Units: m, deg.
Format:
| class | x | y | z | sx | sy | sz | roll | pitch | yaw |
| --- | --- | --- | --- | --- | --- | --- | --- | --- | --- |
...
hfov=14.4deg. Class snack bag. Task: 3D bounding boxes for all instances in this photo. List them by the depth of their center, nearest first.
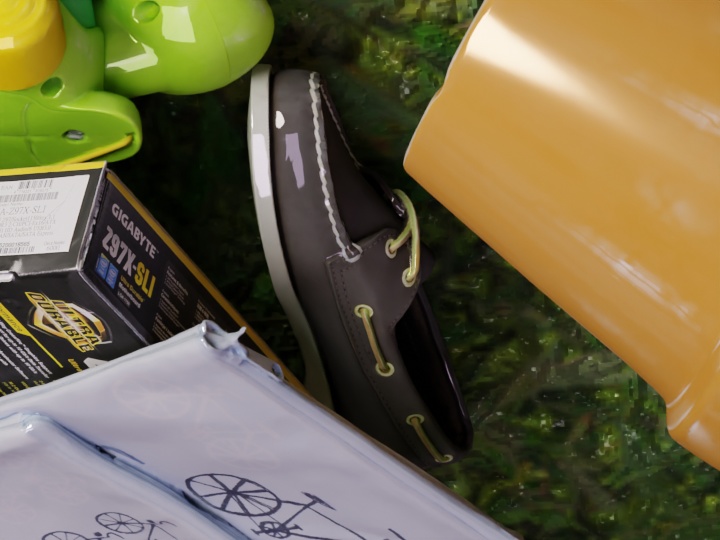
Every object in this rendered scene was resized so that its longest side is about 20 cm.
| class | x | y | z | sx | sy | sz | roll | pitch | yaw |
| --- | --- | --- | --- | --- | --- | --- | --- | --- | --- |
| snack bag | -0.062 | 0.092 | 1.071 | 0.200 | 0.021 | 0.189 | -20 | 138 | 37 |

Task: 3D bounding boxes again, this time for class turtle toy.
| class | x | y | z | sx | sy | sz | roll | pitch | yaw |
| --- | --- | --- | --- | --- | --- | --- | --- | --- | --- |
| turtle toy | -0.132 | -0.085 | 1.036 | 0.200 | 0.101 | 0.146 | 3 | 150 | 2 |

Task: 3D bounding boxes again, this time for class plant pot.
| class | x | y | z | sx | sy | sz | roll | pitch | yaw |
| --- | --- | --- | --- | --- | --- | --- | --- | --- | --- |
| plant pot | 0.124 | -0.046 | 1.010 | 0.183 | 0.200 | 0.200 | 30 | 122 | 3 |

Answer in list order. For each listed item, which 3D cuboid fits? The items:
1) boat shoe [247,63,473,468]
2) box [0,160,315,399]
| class | x | y | z | sx | sy | sz | roll | pitch | yaw |
| --- | --- | --- | --- | --- | --- | --- | --- | --- | --- |
| boat shoe | 0.000 | 0.000 | 1.108 | 0.061 | 0.072 | 0.201 | -5 | 131 | 10 |
| box | -0.118 | 0.037 | 1.072 | 0.160 | 0.049 | 0.200 | -5 | 146 | 28 |
